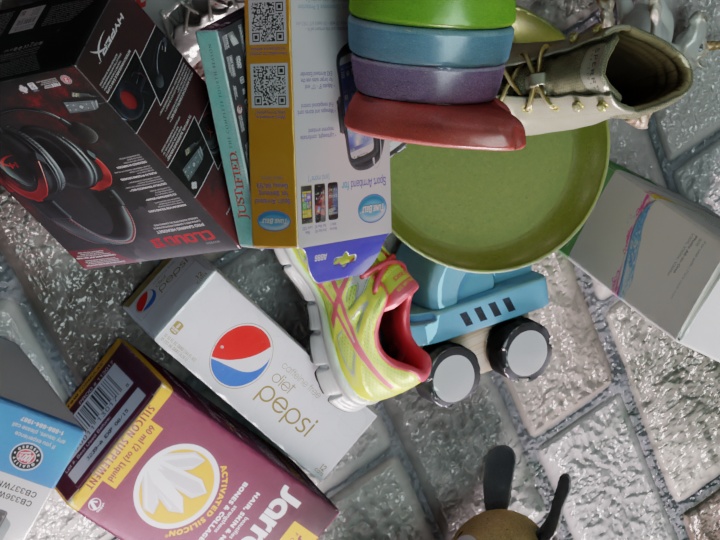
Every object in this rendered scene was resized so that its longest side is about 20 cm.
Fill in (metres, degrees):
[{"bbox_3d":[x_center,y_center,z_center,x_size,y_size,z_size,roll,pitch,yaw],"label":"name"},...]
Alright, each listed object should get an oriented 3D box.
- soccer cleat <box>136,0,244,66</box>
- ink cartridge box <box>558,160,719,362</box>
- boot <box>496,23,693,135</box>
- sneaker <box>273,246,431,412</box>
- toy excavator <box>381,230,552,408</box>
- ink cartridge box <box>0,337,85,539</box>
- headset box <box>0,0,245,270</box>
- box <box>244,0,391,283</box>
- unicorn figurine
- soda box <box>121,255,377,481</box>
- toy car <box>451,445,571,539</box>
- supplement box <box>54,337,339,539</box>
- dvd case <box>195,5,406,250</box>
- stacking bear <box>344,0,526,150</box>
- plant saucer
[{"bbox_3d":[-0.092,-0.194,1.421,0.200,0.085,0.069,-49,125,-2],"label":"soccer cleat"},{"bbox_3d":[0.254,0.001,1.637,0.145,0.200,0.088,23,100,-35],"label":"ink cartridge box"},{"bbox_3d":[0.108,-0.128,1.445,0.199,0.154,0.073,-1,88,-36],"label":"boot"},{"bbox_3d":[0.000,0.000,1.532,0.078,0.090,0.201,-35,110,-50],"label":"sneaker"},{"bbox_3d":[0.092,-0.021,1.609,0.194,0.100,0.201,-18,111,-23],"label":"toy excavator"},{"bbox_3d":[-0.309,0.139,1.412,0.146,0.146,0.201,24,99,-35],"label":"ink cartridge box"},{"bbox_3d":[-0.162,-0.082,1.387,0.200,0.148,0.075,50,49,-36],"label":"headset box"},{"bbox_3d":[-0.026,-0.095,1.375,0.119,0.041,0.201,-10,102,-58],"label":"box"},{"bbox_3d":[0.217,-0.175,1.598,0.200,0.074,0.138,-54,138,-42],"label":"unicorn figurine"},{"bbox_3d":[-0.079,0.067,1.562,0.068,0.064,0.200,-48,127,-3],"label":"soda box"},{"bbox_3d":[0.092,0.237,1.687,0.157,0.164,0.201,31,85,-36],"label":"toy car"},{"bbox_3d":[-0.127,0.154,1.560,0.111,0.086,0.200,-51,127,0],"label":"supplement box"},{"bbox_3d":[-0.034,-0.117,1.415,0.200,0.022,0.147,-37,122,-51],"label":"dvd case"},{"bbox_3d":[0.050,-0.185,1.329,0.113,0.121,0.201,3,102,-4],"label":"stacking bear"},{"bbox_3d":[0.084,-0.097,1.556,0.199,0.031,0.201,1,85,-16],"label":"plant saucer"}]
